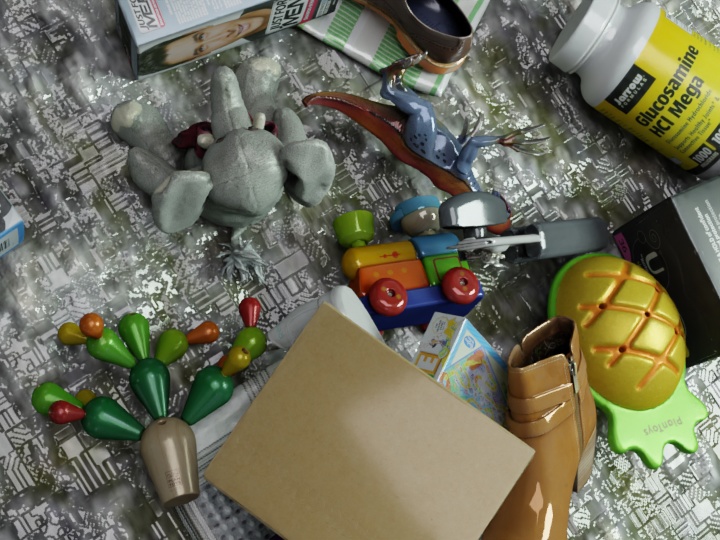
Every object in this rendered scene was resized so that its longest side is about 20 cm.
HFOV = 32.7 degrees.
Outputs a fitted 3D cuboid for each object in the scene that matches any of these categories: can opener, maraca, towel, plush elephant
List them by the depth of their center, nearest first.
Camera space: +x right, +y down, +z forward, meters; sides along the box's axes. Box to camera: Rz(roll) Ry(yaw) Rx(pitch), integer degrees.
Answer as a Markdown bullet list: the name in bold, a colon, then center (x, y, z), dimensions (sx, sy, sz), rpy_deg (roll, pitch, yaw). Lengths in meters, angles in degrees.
- **plush elephant**: center (-0.109, -0.097, 1.029), dimensions (0.163, 0.155, 0.202), rpy_deg (-15, 80, -18)
- **towel**: center (-0.055, 0.180, 1.040), dimensions (0.199, 0.035, 0.194), rpy_deg (-29, 85, -20)
- **can opener**: center (0.151, -0.036, 1.090), dimensions (0.199, 0.052, 0.067), rpy_deg (-1, 86, -45)
- **maraca**: center (0.240, 0.077, 1.103), dimensions (0.136, 0.107, 0.202), rpy_deg (-16, 74, -25)
- **towel**: center (0.020, -0.270, 1.178), dimensions (0.199, 0.023, 0.154), rpy_deg (29, 72, -7)

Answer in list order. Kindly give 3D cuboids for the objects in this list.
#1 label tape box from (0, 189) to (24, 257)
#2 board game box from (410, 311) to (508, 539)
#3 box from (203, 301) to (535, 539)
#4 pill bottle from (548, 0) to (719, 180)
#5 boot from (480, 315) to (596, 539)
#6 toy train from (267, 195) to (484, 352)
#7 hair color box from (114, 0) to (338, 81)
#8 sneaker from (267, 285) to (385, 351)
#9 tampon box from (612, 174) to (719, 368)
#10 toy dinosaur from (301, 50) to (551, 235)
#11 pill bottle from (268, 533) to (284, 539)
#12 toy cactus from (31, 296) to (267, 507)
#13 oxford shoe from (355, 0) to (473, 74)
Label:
- **label tape box**: center (-0.390, -0.070, 0.996), dimensions (0.143, 0.066, 0.201), rpy_deg (-37, 90, -20)
- **board game box**: center (0.094, 0.144, 1.027), dimensions (0.200, 0.034, 0.135), rpy_deg (47, 63, -43)
- **box**: center (0.006, 0.145, 0.919), dimensions (0.199, 0.021, 0.164), rpy_deg (34, 82, 11)
- **pill bottle**: center (0.286, -0.184, 1.182), dimensions (0.199, 0.112, 0.113), rpy_deg (32, 71, -5)
- **boot**: center (0.142, 0.145, 0.988), dimensions (0.200, 0.076, 0.157), rpy_deg (-42, 133, -42)
- **toy train**: center (0.000, 0.000, 1.073), dimensions (0.198, 0.085, 0.117), rpy_deg (-8, 68, -22)
- **hair color box**: center (-0.115, -0.240, 1.083), dimensions (0.198, 0.099, 0.061), rpy_deg (-21, 85, -12)
- **sneaker**: center (-0.005, 0.106, 1.025), dimensions (0.088, 0.076, 0.201), rpy_deg (-24, 115, 15)
- **tampon box**: center (0.372, -0.020, 1.157), dimensions (0.198, 0.126, 0.151), rpy_deg (-22, 82, -18)
- **toy dinosaur**: center (0.068, -0.106, 1.122), dimensions (0.198, 0.105, 0.183), rpy_deg (-19, 100, 2)
- **pill bottle**: center (-0.038, 0.256, 0.960), dimensions (0.199, 0.112, 0.113), rpy_deg (-38, 88, -19)
- **toy cactus**: center (-0.161, 0.103, 0.990), dimensions (0.198, 0.102, 0.167), rpy_deg (-11, 67, -18)
- **oxford shoe**: center (0.032, -0.274, 1.133), dimensions (0.200, 0.073, 0.071), rpy_deg (43, 72, 0)
